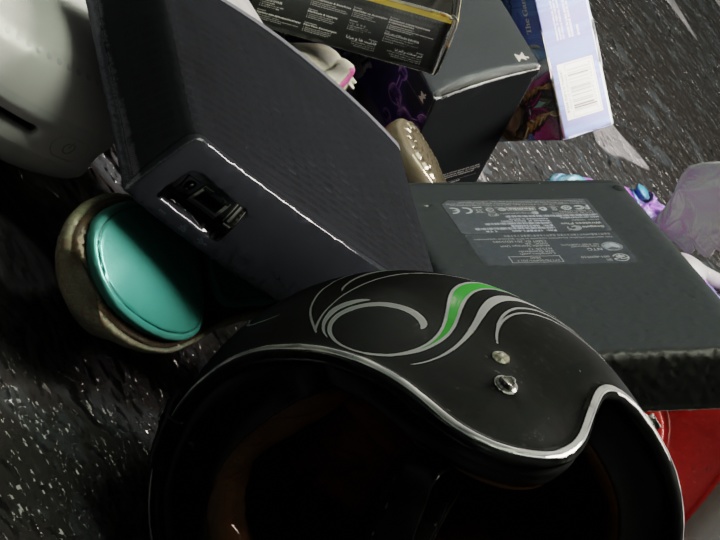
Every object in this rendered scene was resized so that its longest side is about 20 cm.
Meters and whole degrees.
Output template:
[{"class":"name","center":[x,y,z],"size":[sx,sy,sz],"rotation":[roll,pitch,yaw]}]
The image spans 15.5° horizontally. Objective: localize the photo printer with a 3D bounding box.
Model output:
[{"class":"photo printer","center":[-0.179,-0.136,1.164],"size":[0.166,0.069,0.200],"rotation":[34,26,-33]}]

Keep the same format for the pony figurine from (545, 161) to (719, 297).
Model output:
[{"class":"pony figurine","center":[0.214,0.006,1.849],"size":[0.200,0.167,0.193],"rotation":[34,-5,-41]}]

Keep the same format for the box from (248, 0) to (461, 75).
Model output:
[{"class":"box","center":[-0.039,-0.201,1.453],"size":[0.200,0.049,0.160],"rotation":[16,46,-6]}]

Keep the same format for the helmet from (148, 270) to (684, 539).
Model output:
[{"class":"helmet","center":[0.026,0.093,1.084],"size":[0.200,0.200,0.191],"rotation":[58,26,12]}]

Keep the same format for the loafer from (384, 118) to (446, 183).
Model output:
[{"class":"loafer","center":[0.035,-0.005,1.502],"size":[0.076,0.068,0.200],"rotation":[-103,168,-48]}]

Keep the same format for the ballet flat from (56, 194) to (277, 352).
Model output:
[{"class":"ballet flat","center":[-0.091,0.005,1.152],"size":[0.200,0.062,0.068],"rotation":[3,78,-64]}]

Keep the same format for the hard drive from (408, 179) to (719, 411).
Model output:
[{"class":"hard drive","center":[0.094,0.009,1.270],"size":[0.139,0.033,0.200],"rotation":[-1,25,-15]}]

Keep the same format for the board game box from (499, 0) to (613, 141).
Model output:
[{"class":"board game box","center":[0.059,-0.177,1.594],"size":[0.043,0.199,0.200],"rotation":[-17,100,-29]}]

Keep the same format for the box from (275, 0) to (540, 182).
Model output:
[{"class":"box","center":[0.009,-0.151,1.563],"size":[0.079,0.141,0.200],"rotation":[-17,66,-28]}]

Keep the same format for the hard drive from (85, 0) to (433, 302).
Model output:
[{"class":"hard drive","center":[-0.037,-0.047,1.158],"size":[0.200,0.042,0.135],"rotation":[34,32,-46]}]

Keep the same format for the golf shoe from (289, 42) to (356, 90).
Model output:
[{"class":"golf shoe","center":[-0.060,-0.106,1.430],"size":[0.092,0.075,0.200],"rotation":[50,17,-2]}]

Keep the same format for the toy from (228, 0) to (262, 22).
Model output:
[{"class":"toy","center":[-0.091,-0.120,1.286],"size":[0.115,0.047,0.200],"rotation":[60,10,-23]}]

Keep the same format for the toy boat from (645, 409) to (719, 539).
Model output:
[{"class":"toy boat","center":[0.114,0.073,1.302],"size":[0.200,0.131,0.131],"rotation":[36,-12,21]}]
